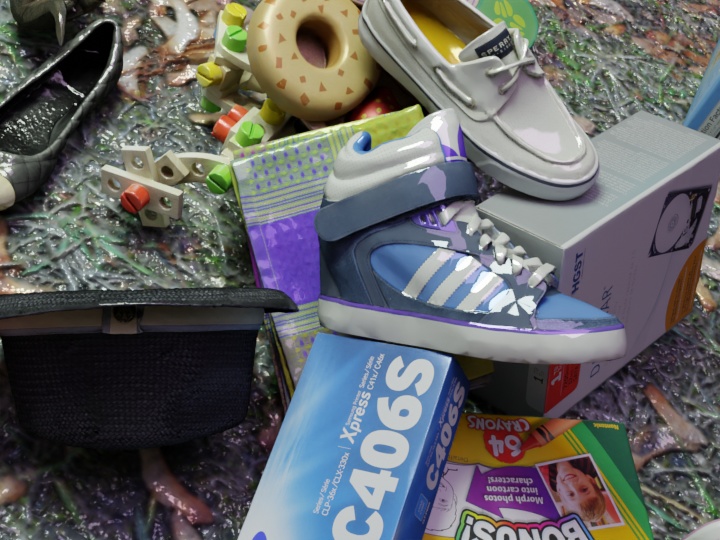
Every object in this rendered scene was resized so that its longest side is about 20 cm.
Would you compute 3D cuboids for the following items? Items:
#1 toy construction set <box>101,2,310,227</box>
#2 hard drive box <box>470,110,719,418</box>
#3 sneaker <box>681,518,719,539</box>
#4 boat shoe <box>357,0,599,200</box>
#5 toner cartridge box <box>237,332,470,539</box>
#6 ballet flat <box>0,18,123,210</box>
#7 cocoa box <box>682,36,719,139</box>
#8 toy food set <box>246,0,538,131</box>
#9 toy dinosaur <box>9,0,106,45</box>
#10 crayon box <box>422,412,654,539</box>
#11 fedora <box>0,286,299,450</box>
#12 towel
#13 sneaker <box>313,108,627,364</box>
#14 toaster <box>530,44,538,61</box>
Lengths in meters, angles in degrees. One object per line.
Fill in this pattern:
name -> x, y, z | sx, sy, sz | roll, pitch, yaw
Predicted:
toy construction set -> -0.095, -0.106, 0.881 | 0.131, 0.092, 0.200 | 33, 54, 1
hard drive box -> 0.166, -0.004, 0.865 | 0.077, 0.156, 0.200 | 29, 44, 35
sneaker -> 0.315, 0.222, 0.815 | 0.200, 0.081, 0.089 | 6, 58, -12
boat shoe -> 0.082, -0.130, 0.790 | 0.071, 0.070, 0.200 | -37, 75, -28
toner cartridge box -> -0.011, 0.138, 0.703 | 0.095, 0.043, 0.200 | 6, 62, 27
ballet flat -> -0.233, -0.115, 0.864 | 0.066, 0.057, 0.200 | 26, 49, -1
cocoa box -> 0.404, -0.188, 1.128 | 0.131, 0.133, 0.200 | 30, 49, 3
toy food set -> 0.027, -0.169, 0.871 | 0.200, 0.049, 0.198 | 32, 71, -12
toy dinosaur -> -0.234, -0.224, 0.935 | 0.102, 0.077, 0.200 | -17, 56, 11
crayon box -> 0.089, 0.179, 0.763 | 0.200, 0.058, 0.173 | 5, 52, -18
fedora -> -0.137, 0.059, 0.728 | 0.200, 0.201, 0.092 | -1, 87, -22
towel -> 0.000, 0.000, 0.801 | 0.143, 0.023, 0.200 | -13, 86, 1
sneaker -> 0.069, -0.025, 0.735 | 0.200, 0.147, 0.081 | 7, 3, 19
toaster -> 0.044, -0.200, 1.002 | 0.200, 0.119, 0.181 | 1, 54, -20
